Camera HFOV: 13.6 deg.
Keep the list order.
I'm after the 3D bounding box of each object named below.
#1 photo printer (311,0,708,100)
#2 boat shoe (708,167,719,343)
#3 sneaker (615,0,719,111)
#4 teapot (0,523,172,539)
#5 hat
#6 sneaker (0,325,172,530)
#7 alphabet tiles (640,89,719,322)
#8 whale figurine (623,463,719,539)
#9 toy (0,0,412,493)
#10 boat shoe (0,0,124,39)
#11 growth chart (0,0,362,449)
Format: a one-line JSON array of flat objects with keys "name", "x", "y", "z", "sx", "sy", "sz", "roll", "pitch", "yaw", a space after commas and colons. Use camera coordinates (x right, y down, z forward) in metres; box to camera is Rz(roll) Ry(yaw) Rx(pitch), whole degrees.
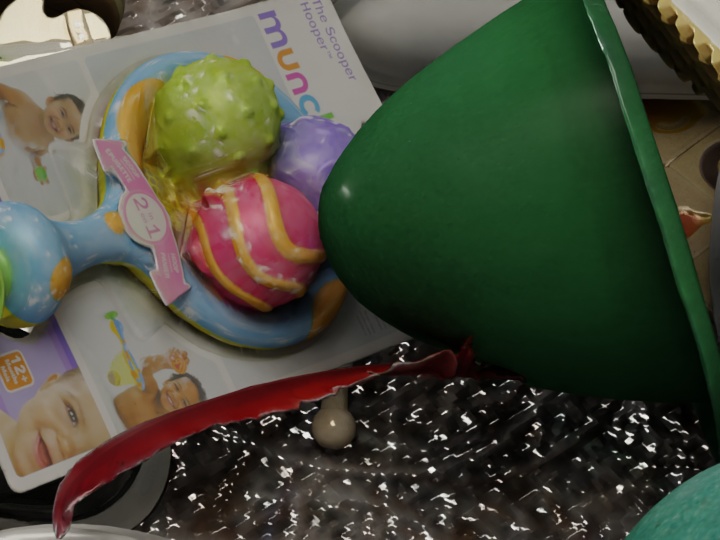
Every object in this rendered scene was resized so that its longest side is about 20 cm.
[{"name": "photo printer", "x": 0.074, "y": -0.133, "z": 1.010, "sx": 0.199, "sy": 0.070, "sz": 0.167, "roll": 1, "pitch": 53, "yaw": 4}, {"name": "boat shoe", "x": 0.147, "y": 0.020, "z": 0.902, "sx": 0.056, "sy": 0.069, "sz": 0.201, "roll": 18, "pitch": 52, "yaw": -23}, {"name": "sneaker", "x": 0.144, "y": -0.058, "z": 0.787, "sx": 0.090, "sy": 0.075, "sz": 0.200, "roll": -41, "pitch": 63, "yaw": -1}, {"name": "teapot", "x": -0.075, "y": 0.136, "z": 0.763, "sx": 0.197, "sy": 0.146, "sz": 0.200, "roll": 23, "pitch": 55, "yaw": 18}, {"name": "hat", "x": 0.000, "y": 0.000, "z": 0.858, "sx": 0.176, "sy": 0.200, "sz": 0.166, "roll": -20, "pitch": 67, "yaw": 2}, {"name": "sneaker", "x": -0.157, "y": 0.033, "z": 0.874, "sx": 0.199, "sy": 0.091, "sz": 0.067, "roll": 8, "pitch": 73, "yaw": 7}, {"name": "alphabet tiles", "x": 0.136, "y": -0.059, "z": 0.999, "sx": 0.166, "sy": 0.006, "sz": 0.200, "roll": -36, "pitch": 59, "yaw": -23}, {"name": "whale figurine", "x": 0.127, "y": 0.086, "z": 0.736, "sx": 0.159, "sy": 0.200, "sz": 0.104, "roll": -5, "pitch": 76, "yaw": -16}, {"name": "toy", "x": -0.041, "y": -0.021, "z": 0.868, "sx": 0.200, "sy": 0.047, "sz": 0.115, "roll": -20, "pitch": 85, "yaw": -44}, {"name": "boat shoe", "x": -0.165, "y": -0.126, "z": 1.018, "sx": 0.199, "sy": 0.073, "sz": 0.063, "roll": 17, "pitch": 57, "yaw": 15}, {"name": "growth chart", "x": -0.093, "y": -0.021, "z": 0.947, "sx": 0.199, "sy": 0.018, "sz": 0.145, "roll": 5, "pitch": 67, "yaw": 6}]
